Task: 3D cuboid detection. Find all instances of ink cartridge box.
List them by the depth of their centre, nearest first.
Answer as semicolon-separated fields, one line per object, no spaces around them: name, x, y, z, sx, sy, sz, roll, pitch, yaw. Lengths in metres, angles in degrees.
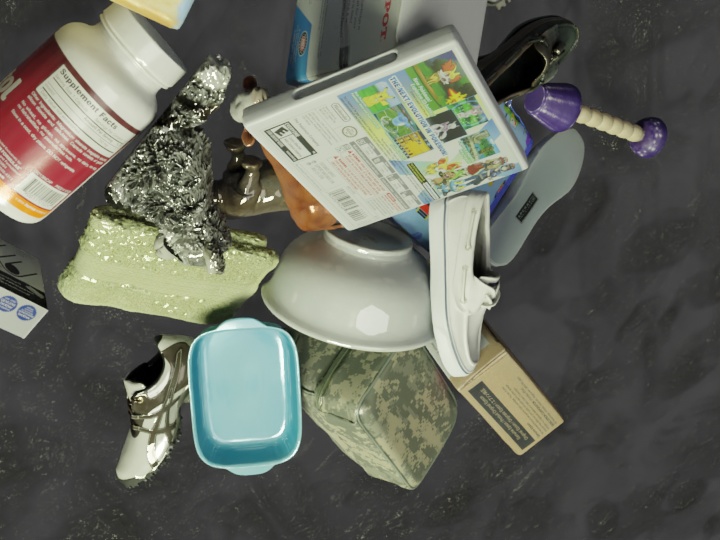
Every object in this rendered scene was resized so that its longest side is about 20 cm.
ink cartridge box;0.022;-0.234;0.839;0.084;0.200;0.145;10;89;-30
ink cartridge box;-0.393;-0.016;0.898;0.044;0.094;0.200;-47;129;12
ink cartridge box;0.138;0.101;1.156;0.075;0.200;0.165;-40;129;5

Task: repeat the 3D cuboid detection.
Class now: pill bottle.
pill bottle;-0.257;-0.145;0.858;0.200;0.113;0.113;-40;130;5

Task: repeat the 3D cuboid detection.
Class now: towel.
towel;-0.200;0.000;1.004;0.200;0.037;0.148;13;137;-27

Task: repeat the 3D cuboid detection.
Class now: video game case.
video game case;0.028;-0.110;0.813;0.182;0.022;0.200;-18;150;18

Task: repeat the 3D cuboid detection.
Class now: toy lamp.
toy lamp;0.271;-0.174;1.110;0.200;0.058;0.058;11;118;-33

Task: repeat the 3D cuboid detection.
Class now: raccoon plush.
raccoon plush;-0.142;-0.080;0.877;0.134;0.097;0.200;38;133;-15

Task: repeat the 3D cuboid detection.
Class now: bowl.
bowl;0.000;0.000;1.030;0.201;0.201;0.090;2;114;-26

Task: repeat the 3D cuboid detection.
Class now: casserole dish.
casserole dish;-0.128;0.135;1.072;0.121;0.039;0.200;-4;113;-6

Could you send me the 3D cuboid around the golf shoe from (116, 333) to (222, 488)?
golf shoe;-0.244;0.155;1.107;0.094;0.078;0.200;27;98;-33

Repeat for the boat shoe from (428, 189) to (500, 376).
boat shoe;0.113;0.015;1.003;0.074;0.065;0.200;-28;114;-61

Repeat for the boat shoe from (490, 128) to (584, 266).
boat shoe;0.186;-0.089;1.130;0.074;0.068;0.199;42;75;-32

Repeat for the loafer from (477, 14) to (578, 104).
loafer;0.166;-0.208;1.006;0.200;0.063;0.072;-32;127;-26

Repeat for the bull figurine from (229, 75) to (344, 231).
bull figurine;-0.043;-0.111;0.914;0.121;0.065;0.200;-2;144;15

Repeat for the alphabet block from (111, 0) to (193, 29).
alphabet block;-0.199;-0.327;0.702;0.200;0.196;0.195;18;112;-33

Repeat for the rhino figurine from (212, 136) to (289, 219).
rhino figurine;-0.118;-0.090;0.995;0.200;0.060;0.087;-11;137;-14

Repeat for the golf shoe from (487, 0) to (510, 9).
golf shoe;0.154;-0.334;0.941;0.200;0.078;0.097;-36;124;1

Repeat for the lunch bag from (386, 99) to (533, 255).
lunch bag;0.102;-0.129;1.061;0.200;0.094;0.151;-49;126;1

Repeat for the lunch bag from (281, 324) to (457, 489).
lunch bag;-0.001;0.146;1.152;0.139;0.168;0.200;-58;138;-25
